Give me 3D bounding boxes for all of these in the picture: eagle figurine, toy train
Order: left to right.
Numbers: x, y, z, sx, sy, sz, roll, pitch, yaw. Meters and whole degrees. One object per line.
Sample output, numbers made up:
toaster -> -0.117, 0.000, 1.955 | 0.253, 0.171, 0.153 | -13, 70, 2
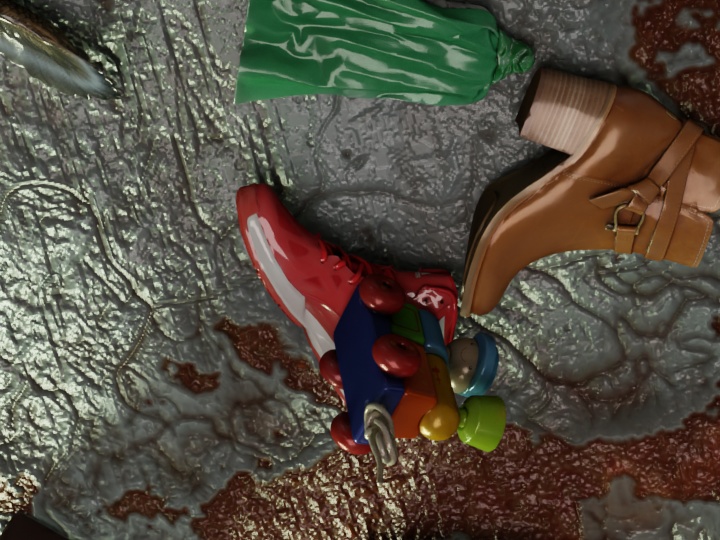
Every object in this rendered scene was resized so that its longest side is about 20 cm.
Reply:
eagle figurine -> -0.253, -0.195, 1.358 | 0.198, 0.152, 0.152 | 0, 164, -23
toy train -> 0.047, 0.095, 1.337 | 0.115, 0.201, 0.085 | 17, 120, -20

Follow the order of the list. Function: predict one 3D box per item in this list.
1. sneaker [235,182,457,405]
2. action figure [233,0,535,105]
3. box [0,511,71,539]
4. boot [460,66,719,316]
sneaker -> 0.000, 0.000, 1.434 | 0.115, 0.079, 0.201 | -27, 121, 11
action figure -> 0.020, -0.156, 1.356 | 0.198, 0.055, 0.119 | 10, 116, -4
box -> -0.257, 0.333, 1.555 | 0.163, 0.200, 0.167 | 29, 116, -6
boot -> 0.161, -0.030, 1.386 | 0.153, 0.074, 0.201 | 20, 120, -6
